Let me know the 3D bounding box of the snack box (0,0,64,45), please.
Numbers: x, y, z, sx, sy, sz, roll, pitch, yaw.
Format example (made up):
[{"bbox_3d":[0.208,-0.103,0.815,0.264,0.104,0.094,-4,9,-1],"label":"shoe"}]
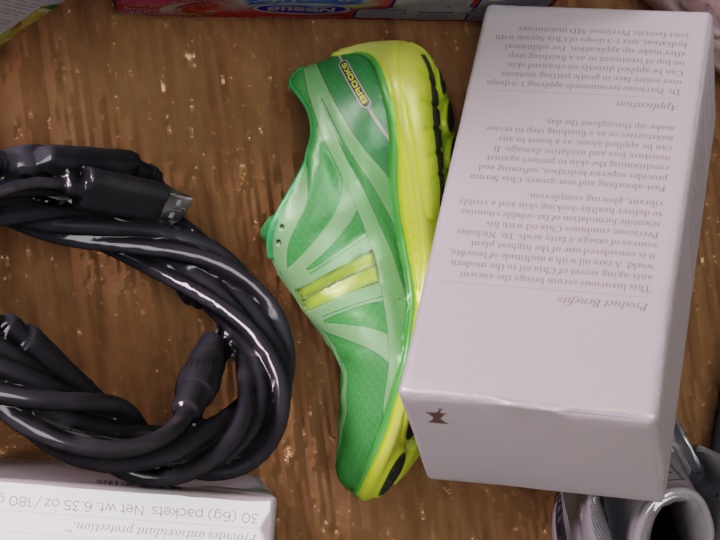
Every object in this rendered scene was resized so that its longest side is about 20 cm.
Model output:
[{"bbox_3d":[-0.132,-0.200,0.752,0.068,0.200,0.169,5,65,-49],"label":"snack box"}]

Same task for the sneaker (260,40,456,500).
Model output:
[{"bbox_3d":[0.000,0.000,0.846,0.083,0.074,0.201,1,91,18],"label":"sneaker"}]

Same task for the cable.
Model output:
[{"bbox_3d":[-0.115,0.018,0.764,0.051,0.200,0.163,-43,64,30],"label":"cable"}]

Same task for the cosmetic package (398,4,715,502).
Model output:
[{"bbox_3d":[0.088,-0.012,0.792,0.101,0.071,0.200,5,57,15],"label":"cosmetic package"}]

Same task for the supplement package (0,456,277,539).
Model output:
[{"bbox_3d":[-0.104,0.184,0.792,0.121,0.120,0.201,5,88,-7],"label":"supplement package"}]

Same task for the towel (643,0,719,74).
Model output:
[{"bbox_3d":[0.181,-0.116,0.803,0.200,0.191,0.032,41,80,-4],"label":"towel"}]

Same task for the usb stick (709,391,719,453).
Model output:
[{"bbox_3d":[0.192,0.050,0.873,0.055,0.033,0.201,9,87,25],"label":"usb stick"}]

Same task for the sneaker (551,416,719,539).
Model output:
[{"bbox_3d":[0.115,0.061,0.826,0.075,0.115,0.201,-8,89,-8],"label":"sneaker"}]

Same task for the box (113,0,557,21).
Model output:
[{"bbox_3d":[-0.009,-0.164,0.825,0.199,0.100,0.096,0,85,-7],"label":"box"}]
